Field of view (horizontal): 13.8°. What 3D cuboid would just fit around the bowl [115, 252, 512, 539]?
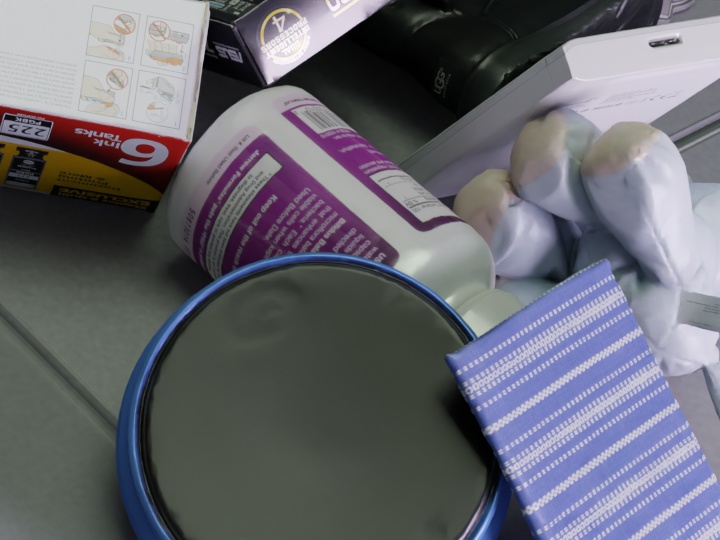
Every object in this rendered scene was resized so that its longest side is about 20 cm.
[{"bbox_3d":[-0.020,0.085,1.467,0.199,0.039,0.202,1,72,-4],"label":"bowl"}]

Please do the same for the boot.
[{"bbox_3d":[0.070,-0.167,1.816,0.168,0.077,0.200,38,41,24],"label":"boot"}]

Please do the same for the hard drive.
[{"bbox_3d":[0.120,-0.090,1.668,0.131,0.200,0.027,-11,78,-30],"label":"hard drive"}]

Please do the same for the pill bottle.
[{"bbox_3d":[0.000,0.000,1.584,0.200,0.113,0.112,41,46,24],"label":"pill bottle"}]

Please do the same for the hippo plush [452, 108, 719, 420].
[{"bbox_3d":[0.165,-0.024,1.633,0.199,0.160,0.161,19,29,25],"label":"hippo plush"}]

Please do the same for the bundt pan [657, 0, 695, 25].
[{"bbox_3d":[0.138,-0.245,1.929,0.200,0.076,0.203,10,43,-9],"label":"bundt pan"}]

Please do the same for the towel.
[{"bbox_3d":[0.124,0.107,1.492,0.145,0.024,0.201,-31,96,-48],"label":"towel"}]

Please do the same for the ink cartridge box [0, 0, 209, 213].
[{"bbox_3d":[-0.196,-0.097,1.615,0.199,0.176,0.084,10,72,-9],"label":"ink cartridge box"}]

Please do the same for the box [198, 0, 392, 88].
[{"bbox_3d":[-0.043,-0.176,1.692,0.161,0.049,0.200,-37,24,-17],"label":"box"}]
